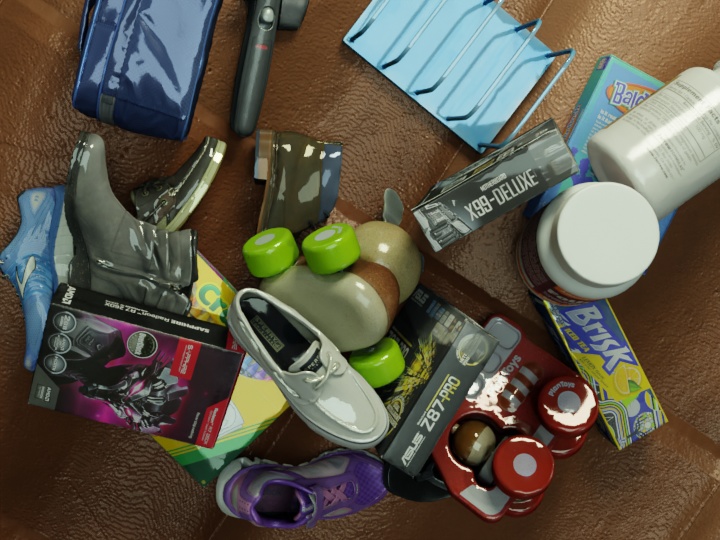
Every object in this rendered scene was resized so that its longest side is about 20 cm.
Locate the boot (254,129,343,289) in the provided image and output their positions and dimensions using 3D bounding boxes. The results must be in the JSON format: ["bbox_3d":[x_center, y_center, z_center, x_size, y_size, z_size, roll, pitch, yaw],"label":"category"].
[{"bbox_3d":[-0.066,-0.051,1.149,0.096,0.075,0.201,0,95,-4],"label":"boot"}]

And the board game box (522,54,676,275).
[{"bbox_3d":[0.295,-0.118,1.200,0.152,0.045,0.201,26,94,-9],"label":"board game box"}]

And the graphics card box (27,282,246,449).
[{"bbox_3d":[-0.225,0.098,1.082,0.199,0.051,0.126,17,115,-10],"label":"graphics card box"}]

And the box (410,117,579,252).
[{"bbox_3d":[0.141,-0.092,1.087,0.157,0.200,0.050,-30,95,14],"label":"box"}]

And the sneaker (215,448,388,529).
[{"bbox_3d":[-0.054,0.247,1.171,0.199,0.088,0.081,-1,95,-22],"label":"sneaker"}]

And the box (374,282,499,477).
[{"bbox_3d":[0.059,0.108,1.121,0.049,0.200,0.162,33,93,-15],"label":"box"}]

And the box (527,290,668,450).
[{"bbox_3d":[0.271,0.097,1.216,0.070,0.064,0.201,-29,99,-3],"label":"box"}]

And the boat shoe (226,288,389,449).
[{"bbox_3d":[-0.049,0.091,1.028,0.072,0.066,0.200,-40,82,-17],"label":"boat shoe"}]

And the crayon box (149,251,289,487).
[{"bbox_3d":[-0.178,0.103,1.162,0.173,0.058,0.200,-44,100,0],"label":"crayon box"}]

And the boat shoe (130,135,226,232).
[{"bbox_3d":[-0.216,-0.065,1.129,0.065,0.073,0.200,35,92,-15],"label":"boat shoe"}]

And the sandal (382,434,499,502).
[{"bbox_3d":[0.123,0.223,1.211,0.199,0.043,0.077,0,83,-14],"label":"sandal"}]

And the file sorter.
[{"bbox_3d":[0.105,-0.239,1.122,0.200,0.123,0.139,38,91,-10],"label":"file sorter"}]

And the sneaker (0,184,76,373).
[{"bbox_3d":[-0.341,0.008,1.131,0.089,0.079,0.201,6,91,3],"label":"sneaker"}]

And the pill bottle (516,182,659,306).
[{"bbox_3d":[0.226,-0.025,1.072,0.113,0.200,0.115,0,85,0],"label":"pill bottle"}]

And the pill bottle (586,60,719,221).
[{"bbox_3d":[0.350,-0.147,1.122,0.200,0.114,0.115,-35,100,-3],"label":"pill bottle"}]

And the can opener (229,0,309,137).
[{"bbox_3d":[-0.105,-0.240,1.125,0.078,0.063,0.201,14,95,-9],"label":"can opener"}]

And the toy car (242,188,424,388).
[{"bbox_3d":[0.000,0.000,1.126,0.200,0.157,0.165,-45,123,-44],"label":"toy car"}]

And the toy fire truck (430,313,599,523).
[{"bbox_3d":[0.155,0.165,1.170,0.168,0.112,0.200,36,73,17],"label":"toy fire truck"}]

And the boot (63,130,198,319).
[{"bbox_3d":[-0.226,-0.042,1.075,0.131,0.070,0.201,4,117,-2],"label":"boot"}]

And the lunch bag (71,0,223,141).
[{"bbox_3d":[-0.217,-0.240,1.074,0.132,0.136,0.201,14,94,-9],"label":"lunch bag"}]
